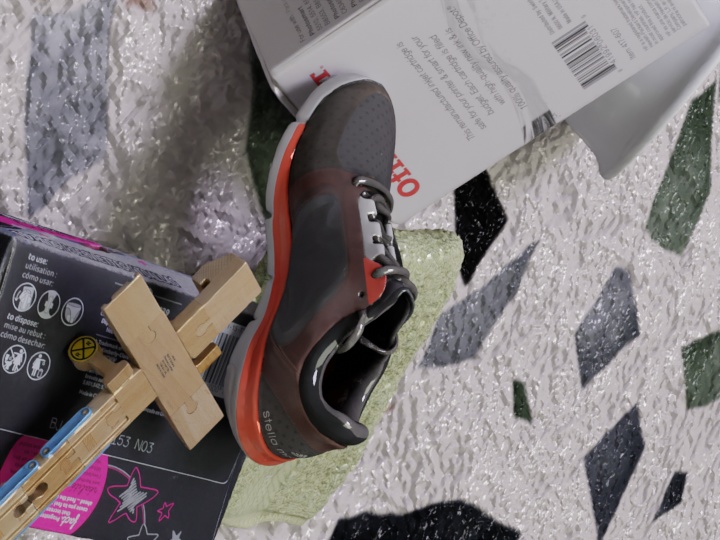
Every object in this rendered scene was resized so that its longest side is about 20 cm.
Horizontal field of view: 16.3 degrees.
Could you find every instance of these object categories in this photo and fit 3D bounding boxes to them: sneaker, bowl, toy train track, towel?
[{"bbox_3d":[0.000,0.000,1.206,0.077,0.082,0.200,30,66,-48],"label":"sneaker"},{"bbox_3d":[0.166,-0.156,1.433,0.201,0.090,0.201,-54,-178,3],"label":"bowl"},{"bbox_3d":[-0.126,0.065,1.119,0.200,0.033,0.115,-46,143,-17],"label":"toy train track"},{"bbox_3d":[-0.030,0.060,1.352,0.148,0.036,0.200,0,126,-49],"label":"towel"}]

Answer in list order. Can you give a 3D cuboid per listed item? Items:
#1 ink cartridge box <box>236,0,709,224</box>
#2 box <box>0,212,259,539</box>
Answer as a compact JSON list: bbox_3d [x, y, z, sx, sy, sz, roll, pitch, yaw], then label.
[{"bbox_3d":[0.056,-0.136,1.291,0.200,0.084,0.146,-32,137,9],"label":"ink cartridge box"},{"bbox_3d":[-0.151,0.047,1.193,0.200,0.115,0.132,20,91,-51],"label":"box"}]
